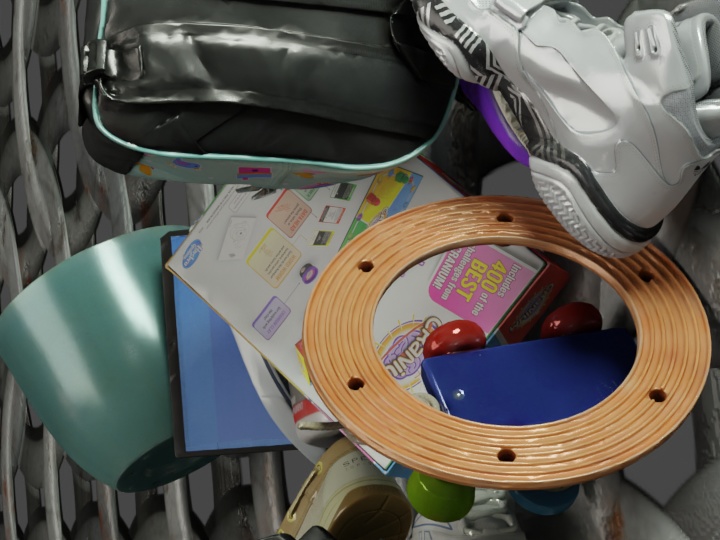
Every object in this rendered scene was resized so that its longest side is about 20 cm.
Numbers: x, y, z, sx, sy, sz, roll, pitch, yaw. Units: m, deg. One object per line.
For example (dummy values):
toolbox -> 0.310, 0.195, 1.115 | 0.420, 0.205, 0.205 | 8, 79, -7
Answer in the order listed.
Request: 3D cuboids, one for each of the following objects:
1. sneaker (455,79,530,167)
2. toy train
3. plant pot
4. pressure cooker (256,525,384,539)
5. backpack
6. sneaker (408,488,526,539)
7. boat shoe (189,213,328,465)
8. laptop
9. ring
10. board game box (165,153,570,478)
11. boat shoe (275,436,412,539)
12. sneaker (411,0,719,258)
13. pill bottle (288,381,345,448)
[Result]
sneaker -> 0.079, -0.120, 0.954 | 0.100, 0.069, 0.200 | 107, 153, -50
toy train -> 0.048, 0.091, 0.880 | 0.116, 0.199, 0.085 | 109, 145, -49
plant pot -> -0.180, 0.085, 1.393 | 0.161, 0.200, 0.201 | 61, 147, 19
pressure cooker -> -0.029, 0.233, 0.828 | 0.200, 0.176, 0.179 | 38, 122, 17
backpack -> -0.047, -0.128, 0.915 | 0.153, 0.199, 0.176 | 135, 138, -80
sneaker -> 0.060, 0.152, 0.970 | 0.200, 0.074, 0.087 | -164, 81, -81
boat shoe -> -0.037, 0.032, 1.157 | 0.201, 0.091, 0.071 | 62, -164, 7
laptop -> -0.063, 0.046, 1.229 | 0.200, 0.103, 0.178 | 168, 98, -65
ring -> 0.071, 0.033, 0.828 | 0.201, 0.200, 0.019 | -119, 21, -44
board game box -> 0.000, 0.000, 0.985 | 0.200, 0.040, 0.153 | 42, 99, 26
boat shoe -> -0.024, 0.186, 1.072 | 0.200, 0.074, 0.066 | -61, 33, 35
sneaker -> 0.110, -0.115, 0.818 | 0.115, 0.075, 0.200 | -40, 78, 37
pill bottle -> 0.001, 0.004, 1.072 | 0.114, 0.114, 0.201 | 142, 121, -61
